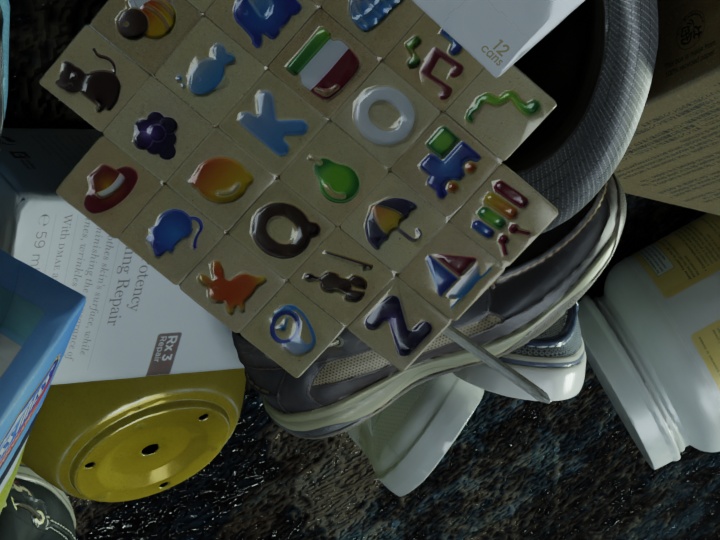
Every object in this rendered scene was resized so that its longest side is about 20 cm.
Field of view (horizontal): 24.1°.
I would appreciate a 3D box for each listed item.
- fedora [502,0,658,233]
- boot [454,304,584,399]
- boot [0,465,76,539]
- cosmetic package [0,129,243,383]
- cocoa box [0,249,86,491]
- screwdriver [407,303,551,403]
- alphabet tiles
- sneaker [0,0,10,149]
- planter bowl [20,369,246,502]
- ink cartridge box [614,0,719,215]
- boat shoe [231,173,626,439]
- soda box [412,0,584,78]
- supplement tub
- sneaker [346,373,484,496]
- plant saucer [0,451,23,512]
[{"bbox_3d":[0.040,-0.118,0.726,0.176,0.090,0.200,-1,124,13],"label":"fedora"},{"bbox_3d":[0.076,-0.007,0.868,0.073,0.200,0.091,5,107,-7],"label":"boot"},{"bbox_3d":[-0.211,0.184,0.969,0.073,0.154,0.204,-28,151,6],"label":"boot"},{"bbox_3d":[-0.094,-0.009,0.808,0.200,0.074,0.102,-3,122,-36],"label":"cosmetic package"},{"bbox_3d":[-0.234,0.041,0.656,0.200,0.133,0.131,29,132,-2],"label":"cocoa box"},{"bbox_3d":[0.000,0.000,0.737,0.028,0.200,0.029,-56,171,15],"label":"screwdriver"},{"bbox_3d":[-0.024,-0.051,0.698,0.200,0.006,0.166,39,108,-13],"label":"alphabet tiles"},{"bbox_3d":[-0.184,-0.065,0.669,0.078,0.090,0.200,-9,147,-29],"label":"sneaker"},{"bbox_3d":[-0.129,0.070,0.933,0.200,0.084,0.201,-20,150,-12],"label":"planter bowl"},{"bbox_3d":[0.188,-0.088,0.766,0.164,0.075,0.200,11,164,-25],"label":"ink cartridge box"},{"bbox_3d":[0.029,0.005,0.778,0.200,0.075,0.073,-33,130,8],"label":"boat shoe"},{"bbox_3d":[0.002,-0.164,0.596,0.200,0.064,0.068,40,115,-20],"label":"soda box"},{"bbox_3d":[0.252,0.031,1.124,0.200,0.146,0.145,-29,150,3],"label":"supplement tub"},{"bbox_3d":[-0.005,0.058,0.918,0.074,0.116,0.200,-52,-175,-9],"label":"sneaker"},{"bbox_3d":[-0.258,0.146,0.803,0.199,0.200,0.048,-15,111,8],"label":"plant saucer"}]
